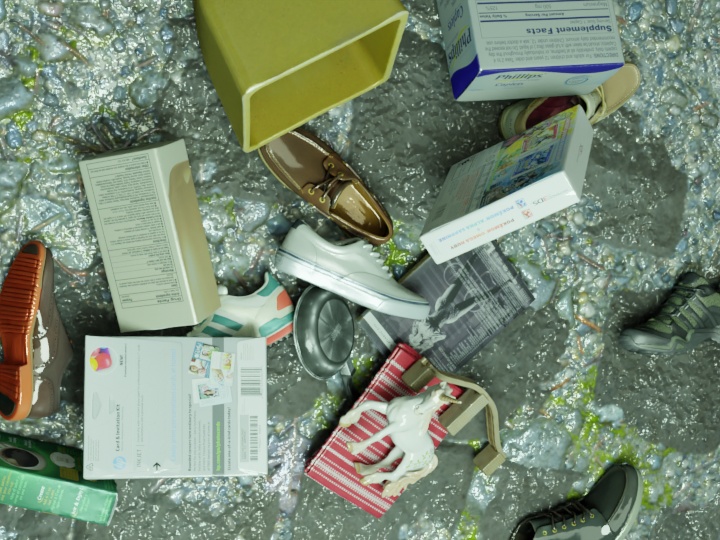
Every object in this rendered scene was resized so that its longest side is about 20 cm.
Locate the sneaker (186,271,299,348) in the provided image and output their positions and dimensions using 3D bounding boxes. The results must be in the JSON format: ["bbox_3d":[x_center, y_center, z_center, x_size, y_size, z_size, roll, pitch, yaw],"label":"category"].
[{"bbox_3d":[-0.170,0.070,1.379,0.199,0.070,0.094,-25,87,-10],"label":"sneaker"}]

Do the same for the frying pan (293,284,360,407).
[{"bbox_3d":[-0.033,0.108,1.405,0.115,0.031,0.191,-27,107,-55],"label":"frying pan"}]

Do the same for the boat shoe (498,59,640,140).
[{"bbox_3d":[0.272,-0.206,1.463,0.200,0.066,0.074,-28,105,-11],"label":"boat shoe"}]

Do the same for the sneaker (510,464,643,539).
[{"bbox_3d":[0.284,0.326,1.541,0.106,0.075,0.200,34,89,-21],"label":"sneaker"}]

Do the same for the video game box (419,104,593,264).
[{"bbox_3d":[0.171,-0.101,1.344,0.182,0.200,0.047,-27,108,28],"label":"video game box"}]

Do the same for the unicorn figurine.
[{"bbox_3d":[0.050,0.190,1.389,0.137,0.074,0.200,-19,147,-2],"label":"unicorn figurine"}]

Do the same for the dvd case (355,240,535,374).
[{"bbox_3d":[0.109,0.048,1.470,0.200,0.016,0.149,-42,115,-8],"label":"dvd case"}]

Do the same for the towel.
[{"bbox_3d":[0.036,0.200,1.459,0.145,0.022,0.200,37,91,-32],"label":"towel"}]

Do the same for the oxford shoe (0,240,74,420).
[{"bbox_3d":[-0.362,0.067,1.322,0.072,0.071,0.201,4,94,-46],"label":"oxford shoe"}]

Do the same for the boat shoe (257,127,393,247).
[{"bbox_3d":[-0.035,-0.102,1.385,0.200,0.068,0.072,41,85,-18],"label":"boat shoe"}]

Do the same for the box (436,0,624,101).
[{"bbox_3d":[0.190,-0.310,1.373,0.183,0.105,0.201,-5,79,-16],"label":"box"}]

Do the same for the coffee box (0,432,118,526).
[{"bbox_3d":[-0.375,0.223,1.303,0.199,0.123,0.044,17,96,-20],"label":"coffee box"}]

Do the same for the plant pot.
[{"bbox_3d":[-0.088,-0.283,1.280,0.195,0.194,0.200,-28,82,-11],"label":"plant pot"}]

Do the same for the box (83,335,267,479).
[{"bbox_3d":[-0.204,0.151,1.299,0.199,0.041,0.157,1,78,-14],"label":"box"}]

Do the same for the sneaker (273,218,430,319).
[{"bbox_3d":[0.000,0.000,1.373,0.199,0.073,0.071,22,93,-20],"label":"sneaker"}]

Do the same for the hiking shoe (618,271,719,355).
[{"bbox_3d":[0.421,0.054,1.553,0.199,0.076,0.101,-10,93,-24],"label":"hiking shoe"}]

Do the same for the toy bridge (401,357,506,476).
[{"bbox_3d":[0.128,0.171,1.454,0.067,0.027,0.200,-42,122,-5],"label":"toy bridge"}]

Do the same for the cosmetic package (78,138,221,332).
[{"bbox_3d":[-0.233,-0.039,1.311,0.105,0.071,0.201,-6,103,20],"label":"cosmetic package"}]
